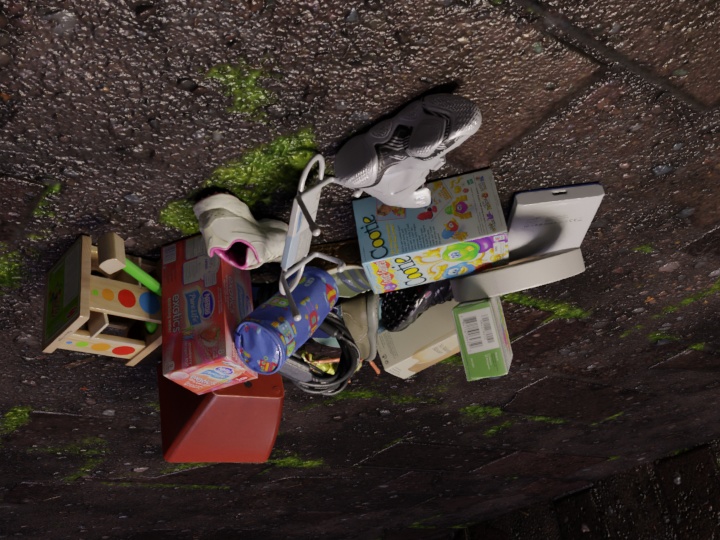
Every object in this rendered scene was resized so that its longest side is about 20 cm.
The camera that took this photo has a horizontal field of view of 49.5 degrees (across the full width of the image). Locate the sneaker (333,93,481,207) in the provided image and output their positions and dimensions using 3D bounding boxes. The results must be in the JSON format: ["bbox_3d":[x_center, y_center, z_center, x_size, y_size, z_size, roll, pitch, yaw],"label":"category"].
[{"bbox_3d":[0.074,-0.142,0.963,0.198,0.076,0.115,-21,151,29],"label":"sneaker"}]

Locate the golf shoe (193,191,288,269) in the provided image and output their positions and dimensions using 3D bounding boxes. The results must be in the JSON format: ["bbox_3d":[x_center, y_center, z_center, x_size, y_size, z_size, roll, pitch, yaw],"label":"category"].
[{"bbox_3d":[-0.149,-0.032,1.073,0.075,0.092,0.199,-28,148,28],"label":"golf shoe"}]

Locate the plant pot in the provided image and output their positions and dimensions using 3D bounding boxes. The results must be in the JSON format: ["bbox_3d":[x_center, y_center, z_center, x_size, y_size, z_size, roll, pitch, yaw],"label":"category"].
[{"bbox_3d":[-0.238,0.210,1.396,0.198,0.201,0.177,8,138,-29],"label":"plant pot"}]

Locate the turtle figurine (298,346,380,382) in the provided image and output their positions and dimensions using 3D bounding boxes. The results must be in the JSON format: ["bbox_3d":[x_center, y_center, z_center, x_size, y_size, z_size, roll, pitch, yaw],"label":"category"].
[{"bbox_3d":[-0.068,0.173,1.428,0.160,0.065,0.199,14,-179,39],"label":"turtle figurine"}]

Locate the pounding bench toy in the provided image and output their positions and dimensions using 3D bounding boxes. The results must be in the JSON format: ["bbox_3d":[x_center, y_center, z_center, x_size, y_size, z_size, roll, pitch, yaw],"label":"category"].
[{"bbox_3d":[-0.330,0.033,1.098,0.155,0.125,0.199,16,142,-39],"label":"pounding bench toy"}]

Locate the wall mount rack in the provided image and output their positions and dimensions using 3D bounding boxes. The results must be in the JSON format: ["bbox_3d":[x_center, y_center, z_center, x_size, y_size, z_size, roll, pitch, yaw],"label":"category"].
[{"bbox_3d":[-0.061,-0.036,0.984,0.074,0.174,0.202,21,118,14],"label":"wall mount rack"}]

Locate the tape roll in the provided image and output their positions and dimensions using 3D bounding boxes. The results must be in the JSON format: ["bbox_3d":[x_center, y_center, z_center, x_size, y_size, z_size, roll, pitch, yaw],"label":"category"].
[{"bbox_3d":[0.233,0.006,1.169,0.200,0.037,0.203,-15,-179,0],"label":"tape roll"}]

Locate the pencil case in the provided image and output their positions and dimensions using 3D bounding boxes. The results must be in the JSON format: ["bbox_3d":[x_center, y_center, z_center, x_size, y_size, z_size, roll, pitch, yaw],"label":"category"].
[{"bbox_3d":[-0.103,0.063,1.085,0.086,0.200,0.079,14,119,16],"label":"pencil case"}]

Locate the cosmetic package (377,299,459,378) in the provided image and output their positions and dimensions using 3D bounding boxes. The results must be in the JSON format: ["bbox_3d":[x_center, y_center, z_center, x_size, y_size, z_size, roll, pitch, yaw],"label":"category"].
[{"bbox_3d":[0.134,0.117,1.411,0.199,0.072,0.105,-29,154,16],"label":"cosmetic package"}]

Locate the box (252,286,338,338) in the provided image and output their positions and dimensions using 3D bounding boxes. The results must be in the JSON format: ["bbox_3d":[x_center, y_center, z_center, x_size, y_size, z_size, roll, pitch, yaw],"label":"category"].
[{"bbox_3d":[-0.140,0.070,1.299,0.197,0.033,0.122,6,149,-7],"label":"box"}]

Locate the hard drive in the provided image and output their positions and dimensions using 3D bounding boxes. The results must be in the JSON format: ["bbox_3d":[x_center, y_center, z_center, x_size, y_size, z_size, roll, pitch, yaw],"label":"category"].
[{"bbox_3d":[0.289,-0.063,1.220,0.130,0.026,0.201,-7,151,-4],"label":"hard drive"}]

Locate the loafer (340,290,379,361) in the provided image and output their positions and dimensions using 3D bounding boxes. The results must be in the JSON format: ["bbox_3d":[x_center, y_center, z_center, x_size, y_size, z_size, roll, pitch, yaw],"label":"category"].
[{"bbox_3d":[-0.004,0.091,1.324,0.069,0.076,0.201,4,148,2],"label":"loafer"}]

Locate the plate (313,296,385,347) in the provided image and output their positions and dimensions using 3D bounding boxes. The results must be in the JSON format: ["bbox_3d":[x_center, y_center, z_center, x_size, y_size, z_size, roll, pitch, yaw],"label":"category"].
[{"bbox_3d":[0.004,0.088,1.407,0.198,0.026,0.201,-8,152,-4],"label":"plate"}]

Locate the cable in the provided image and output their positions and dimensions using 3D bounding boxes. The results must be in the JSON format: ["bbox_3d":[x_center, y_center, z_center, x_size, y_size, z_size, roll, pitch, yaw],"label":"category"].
[{"bbox_3d":[-0.083,0.103,1.189,0.199,0.164,0.051,27,131,-29],"label":"cable"}]

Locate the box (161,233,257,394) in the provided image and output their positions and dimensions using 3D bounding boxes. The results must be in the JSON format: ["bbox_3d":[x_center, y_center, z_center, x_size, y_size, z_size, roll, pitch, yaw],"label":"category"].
[{"bbox_3d":[-0.212,0.057,1.098,0.102,0.202,0.095,-17,150,14],"label":"box"}]

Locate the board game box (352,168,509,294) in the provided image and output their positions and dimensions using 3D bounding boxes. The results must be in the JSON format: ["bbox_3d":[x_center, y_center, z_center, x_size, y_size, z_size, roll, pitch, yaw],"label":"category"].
[{"bbox_3d":[0.099,-0.052,1.098,0.198,0.106,0.103,-12,153,6],"label":"board game box"}]

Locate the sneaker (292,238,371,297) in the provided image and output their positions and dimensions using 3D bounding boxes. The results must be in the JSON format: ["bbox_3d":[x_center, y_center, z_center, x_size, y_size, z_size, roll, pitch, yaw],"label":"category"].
[{"bbox_3d":[0.000,0.000,1.203,0.198,0.068,0.090,-4,150,4],"label":"sneaker"}]

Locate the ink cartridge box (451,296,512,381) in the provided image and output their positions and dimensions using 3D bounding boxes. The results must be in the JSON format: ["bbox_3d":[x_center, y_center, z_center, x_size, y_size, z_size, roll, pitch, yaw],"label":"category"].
[{"bbox_3d":[0.187,0.091,1.167,0.059,0.105,0.200,-13,180,15],"label":"ink cartridge box"}]

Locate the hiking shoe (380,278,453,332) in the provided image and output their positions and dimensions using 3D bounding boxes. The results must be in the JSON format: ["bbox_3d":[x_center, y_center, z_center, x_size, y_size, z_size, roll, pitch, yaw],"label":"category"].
[{"bbox_3d":[0.115,0.040,1.288,0.100,0.076,0.200,9,138,-37],"label":"hiking shoe"}]
